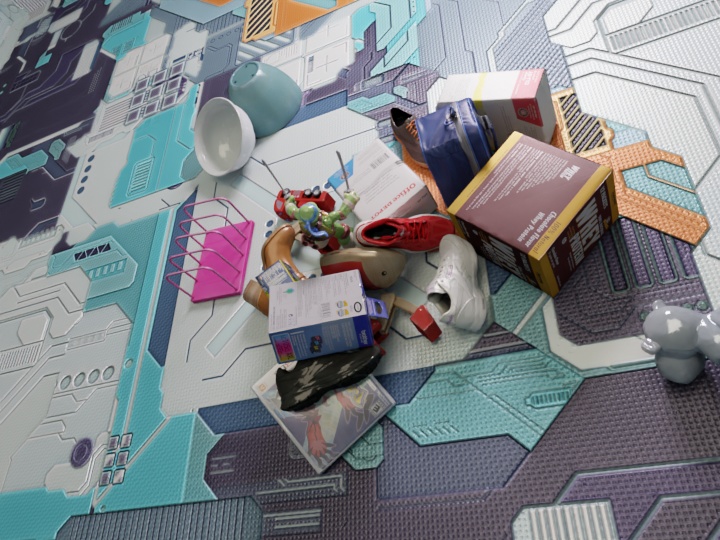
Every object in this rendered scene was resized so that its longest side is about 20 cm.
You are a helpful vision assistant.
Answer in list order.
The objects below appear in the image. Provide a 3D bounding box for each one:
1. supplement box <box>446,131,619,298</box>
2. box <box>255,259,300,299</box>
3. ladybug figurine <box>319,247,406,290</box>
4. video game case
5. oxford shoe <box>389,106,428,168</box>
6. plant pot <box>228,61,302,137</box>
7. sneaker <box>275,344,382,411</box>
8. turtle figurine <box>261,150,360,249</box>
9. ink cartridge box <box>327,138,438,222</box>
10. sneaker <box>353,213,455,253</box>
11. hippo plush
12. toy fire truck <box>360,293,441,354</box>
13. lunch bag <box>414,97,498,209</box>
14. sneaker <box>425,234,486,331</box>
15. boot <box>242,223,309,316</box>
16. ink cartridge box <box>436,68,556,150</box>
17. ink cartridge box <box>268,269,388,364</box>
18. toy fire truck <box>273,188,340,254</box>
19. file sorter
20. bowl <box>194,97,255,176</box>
[{"bbox_3d":[0.301,-0.100,1.016,0.197,0.133,0.200,-49,50,-7],"label":"supplement box"},{"bbox_3d":[-0.118,0.079,1.129,0.064,0.070,0.200,-36,74,4],"label":"box"},{"bbox_3d":[0.000,0.000,1.125,0.200,0.136,0.072,-5,79,48],"label":"ladybug figurine"},{"bbox_3d":[-0.069,0.222,1.038,0.182,0.023,0.200,-43,74,-1],"label":"video game case"},{"bbox_3d":[0.120,-0.291,1.274,0.071,0.073,0.200,-40,50,-1],"label":"oxford shoe"},{"bbox_3d":[-0.275,-0.481,1.571,0.200,0.135,0.201,-14,55,20],"label":"plant pot"},{"bbox_3d":[-0.060,0.167,1.004,0.200,0.076,0.091,-25,67,2],"label":"sneaker"},{"bbox_3d":[-0.070,-0.125,1.136,0.144,0.194,0.200,-26,66,3],"label":"turtle figurine"},{"bbox_3d":[0.044,-0.164,1.228,0.146,0.086,0.200,-39,52,2],"label":"ink cartridge box"},{"bbox_3d":[0.091,-0.065,1.085,0.199,0.116,0.079,-8,96,-7],"label":"sneaker"},{"bbox_3d":[0.464,0.106,0.774,0.160,0.200,0.159,-6,36,34],"label":"hippo plush"},{"bbox_3d":[0.038,0.091,1.084,0.141,0.049,0.200,-43,48,-4],"label":"toy fire truck"},{"bbox_3d":[0.196,-0.229,1.112,0.132,0.200,0.136,-19,49,16],"label":"lunch bag"},{"bbox_3d":[0.162,0.012,1.038,0.099,0.075,0.200,7,51,-19],"label":"sneaker"},{"bbox_3d":[-0.145,0.009,1.232,0.154,0.074,0.200,20,84,30],"label":"boot"},{"bbox_3d":[0.272,-0.316,1.160,0.200,0.145,0.084,8,64,32],"label":"ink cartridge box"},{"bbox_3d":[-0.055,0.075,1.014,0.199,0.076,0.137,-13,35,1],"label":"ink cartridge box"},{"bbox_3d":[-0.122,-0.113,1.311,0.200,0.049,0.141,6,66,32],"label":"toy fire truck"},{"bbox_3d":[-0.349,-0.050,1.345,0.139,0.125,0.200,-10,56,22],"label":"file sorter"},{"bbox_3d":[-0.341,-0.346,1.526,0.201,0.090,0.202,6,99,39],"label":"bowl"}]
